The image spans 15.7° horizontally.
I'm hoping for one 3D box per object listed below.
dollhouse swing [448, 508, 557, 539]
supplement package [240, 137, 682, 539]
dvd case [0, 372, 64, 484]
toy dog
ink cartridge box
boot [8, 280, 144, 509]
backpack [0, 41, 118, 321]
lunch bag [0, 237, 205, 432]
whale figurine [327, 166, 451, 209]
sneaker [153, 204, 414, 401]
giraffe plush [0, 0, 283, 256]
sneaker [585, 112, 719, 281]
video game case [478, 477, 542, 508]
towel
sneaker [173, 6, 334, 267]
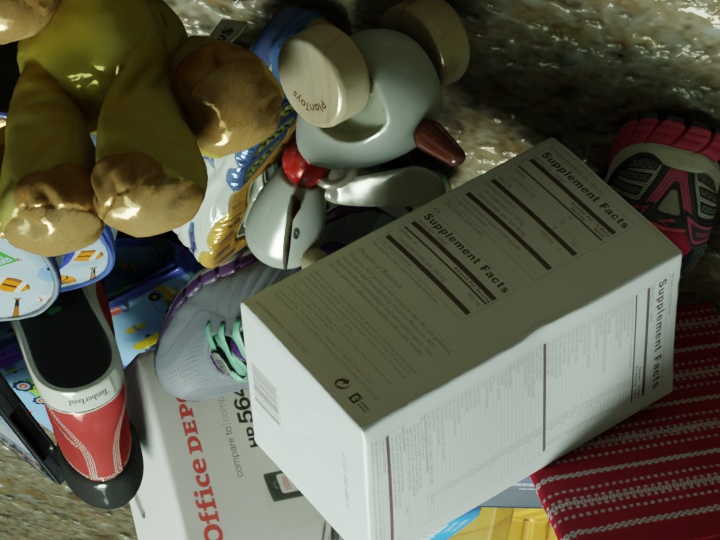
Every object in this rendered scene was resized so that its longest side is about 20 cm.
[{"bbox_3d":[0.137,0.240,1.817,0.200,0.176,0.182,9,163,-31],"label":"dollhouse swing"},{"bbox_3d":[0.053,0.040,1.340,0.110,0.200,0.114,45,152,35],"label":"supplement package"},{"bbox_3d":[-0.255,0.061,1.608,0.143,0.018,0.200,34,166,18],"label":"dvd case"},{"bbox_3d":[0.005,-0.054,1.342,0.096,0.132,0.200,53,165,19],"label":"toy dog"},{"bbox_3d":[-0.044,0.115,1.653,0.200,0.146,0.084,-10,165,-23],"label":"ink cartridge box"},{"bbox_3d":[-0.182,0.046,1.608,0.072,0.200,0.144,-16,140,-6],"label":"boot"},{"bbox_3d":[-0.218,-0.055,1.476,0.200,0.154,0.191,4,157,22],"label":"backpack"},{"bbox_3d":[-0.144,0.035,1.733,0.200,0.094,0.151,-16,145,28],"label":"lunch bag"},{"bbox_3d":[0.000,0.000,1.560,0.159,0.104,0.200,7,133,-5],"label":"whale figurine"},{"bbox_3d":[-0.054,0.026,1.472,0.200,0.088,0.074,-35,102,31],"label":"sneaker"},{"bbox_3d":[-0.138,-0.127,1.269,0.172,0.200,0.162,-9,126,28],"label":"giraffe plush"},{"bbox_3d":[0.148,-0.014,1.439,0.081,0.075,0.200,13,157,2],"label":"sneaker"},{"bbox_3d":[0.152,0.092,1.593,0.143,0.019,0.200,6,145,-41],"label":"video game case"},{"bbox_3d":[0.154,0.090,1.384,0.144,0.200,0.023,-9,126,-10],"label":"towel"},{"bbox_3d":[-0.078,-0.084,1.419,0.088,0.075,0.200,45,140,12],"label":"sneaker"}]
